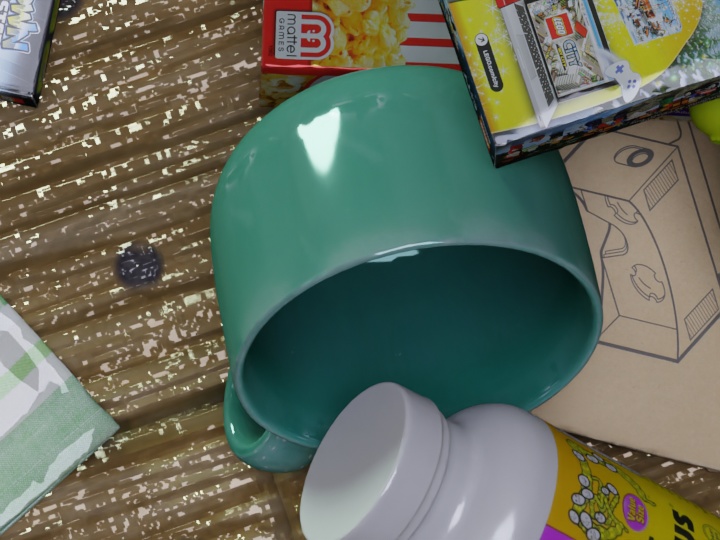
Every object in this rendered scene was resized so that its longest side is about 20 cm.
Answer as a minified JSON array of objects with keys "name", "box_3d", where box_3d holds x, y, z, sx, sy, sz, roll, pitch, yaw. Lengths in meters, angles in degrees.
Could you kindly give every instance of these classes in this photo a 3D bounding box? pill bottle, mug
[{"name":"pill bottle","box_3d":[0.076,0.121,1.213,0.200,0.104,0.104,29,85,-24]},{"name":"mug","box_3d":[0.000,-0.007,1.220,0.185,0.152,0.115,-21,55,14]}]

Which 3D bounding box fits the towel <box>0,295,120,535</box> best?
[{"name":"towel","box_3d":[-0.227,0.045,1.276,0.153,0.023,0.200,-42,89,-5]}]

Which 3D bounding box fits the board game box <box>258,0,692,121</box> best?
[{"name":"board game box","box_3d":[0.058,-0.143,1.271,0.200,0.046,0.152,1,70,-3]}]

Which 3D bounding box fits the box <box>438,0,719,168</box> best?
[{"name":"box","box_3d":[0.086,-0.155,1.156,0.136,0.038,0.200,-17,79,-2]}]

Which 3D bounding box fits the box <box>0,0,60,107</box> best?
[{"name":"box","box_3d":[-0.173,-0.181,1.287,0.110,0.035,0.200,12,86,-2]}]

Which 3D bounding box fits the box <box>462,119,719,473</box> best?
[{"name":"box","box_3d":[0.134,-0.019,1.296,0.163,0.021,0.200,14,87,-1]}]

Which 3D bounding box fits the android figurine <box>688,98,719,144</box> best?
[{"name":"android figurine","box_3d":[0.210,-0.067,1.249,0.182,0.041,0.200,13,84,-40]}]
